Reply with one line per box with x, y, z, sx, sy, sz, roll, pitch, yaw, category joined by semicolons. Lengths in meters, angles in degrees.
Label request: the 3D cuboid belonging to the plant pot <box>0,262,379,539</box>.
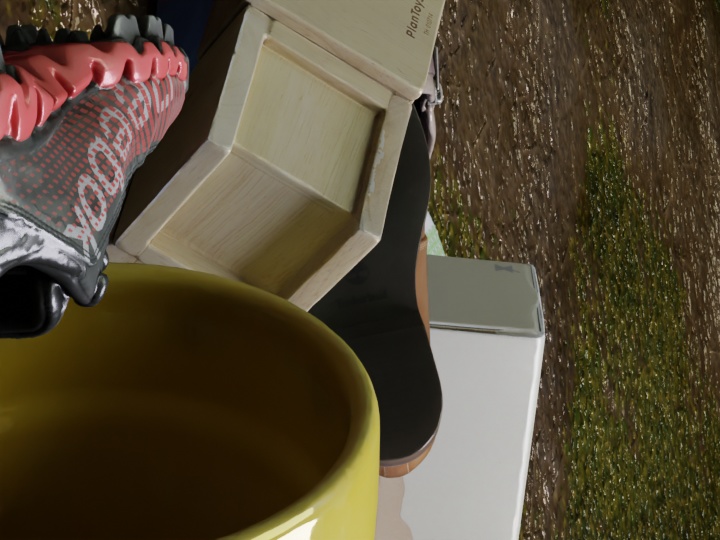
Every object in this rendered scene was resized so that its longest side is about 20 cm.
-0.095;0.126;1.012;0.201;0.200;0.190;-63;158;-57;plant pot

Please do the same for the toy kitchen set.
-0.085;-0.079;1.145;0.163;0.180;0.201;30;45;-17;toy kitchen set

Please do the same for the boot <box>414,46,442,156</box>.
0.003;-0.113;1.425;0.200;0.070;0.147;79;-3;-69;boot

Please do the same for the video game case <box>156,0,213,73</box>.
-0.045;-0.010;1.325;0.181;0.045;0.201;55;27;-42;video game case

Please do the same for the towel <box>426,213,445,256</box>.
0.020;0.003;1.578;0.149;0.031;0.201;-69;147;-53;towel

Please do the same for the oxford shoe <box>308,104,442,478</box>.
0.000;0.000;1.300;0.071;0.071;0.201;85;2;-72;oxford shoe

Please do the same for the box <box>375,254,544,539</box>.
0.043;0.100;1.433;0.095;0.077;0.201;-89;-176;-68;box

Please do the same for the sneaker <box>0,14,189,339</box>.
-0.110;-0.031;0.919;0.200;0.070;0.098;-32;116;-68;sneaker
